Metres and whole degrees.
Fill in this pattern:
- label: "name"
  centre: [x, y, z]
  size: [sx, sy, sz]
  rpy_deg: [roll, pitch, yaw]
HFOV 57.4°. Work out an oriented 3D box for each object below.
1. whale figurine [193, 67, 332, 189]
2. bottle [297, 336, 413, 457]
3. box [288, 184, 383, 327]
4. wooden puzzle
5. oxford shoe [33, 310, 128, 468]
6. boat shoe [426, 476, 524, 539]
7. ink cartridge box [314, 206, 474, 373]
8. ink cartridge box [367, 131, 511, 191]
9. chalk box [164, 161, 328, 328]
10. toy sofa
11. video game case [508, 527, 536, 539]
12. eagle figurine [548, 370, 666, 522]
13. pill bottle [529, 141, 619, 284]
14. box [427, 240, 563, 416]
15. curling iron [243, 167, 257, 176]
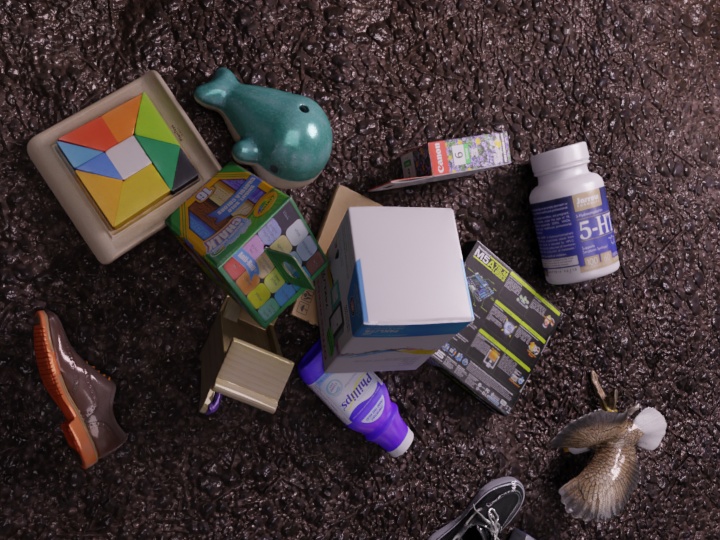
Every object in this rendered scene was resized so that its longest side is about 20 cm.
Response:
- label: "whale figurine"
  centre: [-0.124, -0.206, 0.885]
  size: [0.198, 0.104, 0.161]
  rpy_deg: [39, 48, -6]
- label: "bottle"
  centre: [-0.002, 0.186, 0.954]
  size: [0.084, 0.065, 0.201]
  rpy_deg: [-45, 103, -15]
- label: "box"
  centre: [0.000, 0.000, 0.979]
  size: [0.160, 0.021, 0.206]
  rpy_deg: [23, 82, -18]
- label: "wooden puzzle"
  centre: [-0.300, -0.139, 0.852]
  size: [0.198, 0.037, 0.187]
  rpy_deg: [-36, 90, -15]
- label: "oxford shoe"
  centre: [-0.358, 0.142, 0.839]
  size: [0.072, 0.070, 0.206]
  rpy_deg: [-23, 102, -37]
- label: "boat shoe"
  centre: [0.186, 0.397, 1.017]
  size: [0.195, 0.068, 0.075]
  rpy_deg: [-27, 98, -18]
- label: "ink cartridge box"
  centre: [0.033, 0.033, 0.854]
  size: [0.141, 0.201, 0.151]
  rpy_deg: [-1, 66, -18]
- label: "ink cartridge box"
  centre: [0.111, -0.160, 0.974]
  size: [0.194, 0.109, 0.052]
  rpy_deg: [-11, 93, -19]
- label: "chalk box"
  centre: [-0.131, -0.026, 0.825]
  size: [0.124, 0.199, 0.126]
  rpy_deg: [-43, 134, -13]
- label: "toy sofa"
  centre: [-0.149, 0.112, 0.833]
  size: [0.081, 0.200, 0.100]
  rpy_deg: [24, 97, -18]
- label: "video game case"
  centre: [0.289, 0.549, 1.064]
  size: [0.197, 0.045, 0.185]
  rpy_deg: [34, 78, -16]
- label: "eagle figurine"
  centre: [0.383, 0.280, 1.047]
  size: [0.150, 0.199, 0.154]
  rpy_deg: [36, 121, 16]
- label: "pill bottle"
  centre: [0.334, -0.091, 1.046]
  size: [0.116, 0.119, 0.207]
  rpy_deg: [-15, 94, -18]
- label: "box"
  centre: [0.199, 0.092, 1.037]
  size: [0.198, 0.047, 0.196]
  rpy_deg: [36, 76, -15]
- label: "curling iron"
  centre: [-0.229, -0.119, 0.898]
  size: [0.193, 0.025, 0.051]
  rpy_deg: [1, 87, -19]
